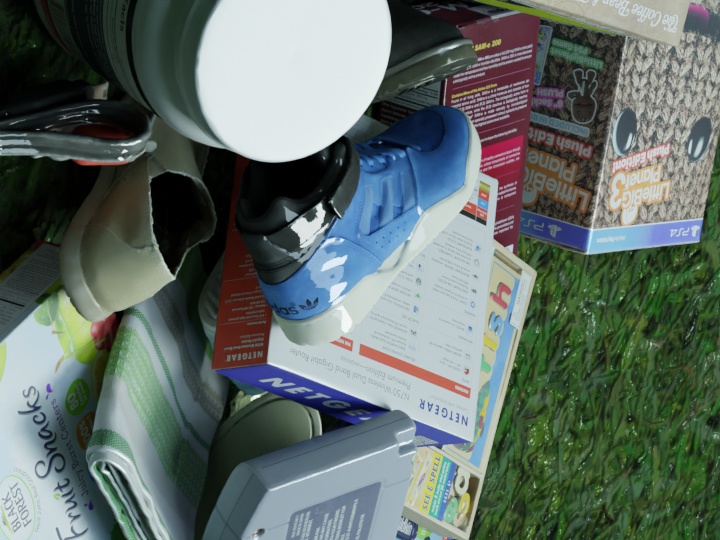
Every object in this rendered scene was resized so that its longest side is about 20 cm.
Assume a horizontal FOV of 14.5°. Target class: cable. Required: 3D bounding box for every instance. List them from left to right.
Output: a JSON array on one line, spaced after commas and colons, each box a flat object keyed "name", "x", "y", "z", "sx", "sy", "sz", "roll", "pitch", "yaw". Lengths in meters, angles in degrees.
[{"name": "cable", "x": -0.197, "y": -0.067, "z": 1.588, "sx": 0.200, "sy": 0.097, "sz": 0.050, "roll": -22, "pitch": 131, "yaw": -44}]

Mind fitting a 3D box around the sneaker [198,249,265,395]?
[{"name": "sneaker", "x": -0.045, "y": 0.000, "z": 1.828, "sx": 0.200, "sy": 0.074, "sz": 0.082, "roll": -54, "pitch": 145, "yaw": -39}]

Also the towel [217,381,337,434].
[{"name": "towel", "x": -0.025, "y": 0.076, "z": 1.930, "sx": 0.200, "sy": 0.036, "sz": 0.149, "roll": 34, "pitch": 76, "yaw": -54}]

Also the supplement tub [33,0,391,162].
[{"name": "supplement tub", "x": -0.086, "y": -0.152, "z": 1.584, "sx": 0.140, "sy": 0.200, "sz": 0.141, "roll": -15, "pitch": 120, "yaw": -28}]

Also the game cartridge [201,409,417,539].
[{"name": "game cartridge", "x": -0.040, "y": 0.177, "z": 1.767, "sx": 0.133, "sy": 0.041, "sz": 0.200, "roll": -21, "pitch": 143, "yaw": -31}]

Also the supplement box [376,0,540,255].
[{"name": "supplement box", "x": 0.063, "y": -0.085, "z": 1.955, "sx": 0.109, "sy": 0.061, "sz": 0.200, "roll": -18, "pitch": 120, "yaw": -49}]

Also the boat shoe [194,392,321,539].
[{"name": "boat shoe", "x": -0.080, "y": 0.160, "z": 1.845, "sx": 0.066, "sy": 0.074, "sz": 0.200, "roll": -46, "pitch": 159, "yaw": -76}]

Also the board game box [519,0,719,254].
[{"name": "board game box", "x": 0.186, "y": -0.123, "z": 2.073, "sx": 0.159, "sy": 0.097, "sz": 0.200, "roll": -7, "pitch": 110, "yaw": -52}]

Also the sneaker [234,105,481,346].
[{"name": "sneaker", "x": -0.003, "y": -0.060, "z": 1.680, "sx": 0.200, "sy": 0.077, "sz": 0.111, "roll": -50, "pitch": 129, "yaw": -33}]

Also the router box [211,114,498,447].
[{"name": "router box", "x": 0.000, "y": 0.000, "z": 1.771, "sx": 0.200, "sy": 0.049, "sz": 0.180, "roll": 24, "pitch": 66, "yaw": -45}]

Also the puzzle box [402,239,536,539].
[{"name": "puzzle box", "x": 0.058, "y": 0.070, "z": 1.915, "sx": 0.133, "sy": 0.025, "sz": 0.200, "roll": 33, "pitch": 68, "yaw": -54}]

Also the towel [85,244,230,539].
[{"name": "towel", "x": -0.115, "y": 0.075, "z": 1.740, "sx": 0.149, "sy": 0.031, "sz": 0.200, "roll": 71, "pitch": 25, "yaw": -49}]

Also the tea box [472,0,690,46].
[{"name": "tea box", "x": 0.095, "y": -0.237, "z": 1.815, "sx": 0.200, "sy": 0.197, "sz": 0.134, "roll": 9, "pitch": 98, "yaw": -55}]

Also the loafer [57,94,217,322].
[{"name": "loafer", "x": -0.117, "y": -0.045, "z": 1.679, "sx": 0.200, "sy": 0.068, "sz": 0.076, "roll": -73, "pitch": 148, "yaw": -44}]

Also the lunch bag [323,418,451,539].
[{"name": "lunch bag", "x": -0.003, "y": 0.183, "z": 1.940, "sx": 0.150, "sy": 0.094, "sz": 0.200, "roll": 26, "pitch": 90, "yaw": -54}]

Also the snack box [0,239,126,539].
[{"name": "snack box", "x": -0.194, "y": 0.103, "z": 1.697, "sx": 0.142, "sy": 0.053, "sz": 0.200, "roll": -46, "pitch": 137, "yaw": -34}]

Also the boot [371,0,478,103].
[{"name": "boot", "x": -0.014, "y": -0.196, "z": 1.654, "sx": 0.072, "sy": 0.182, "sz": 0.200, "roll": -18, "pitch": 96, "yaw": -26}]
